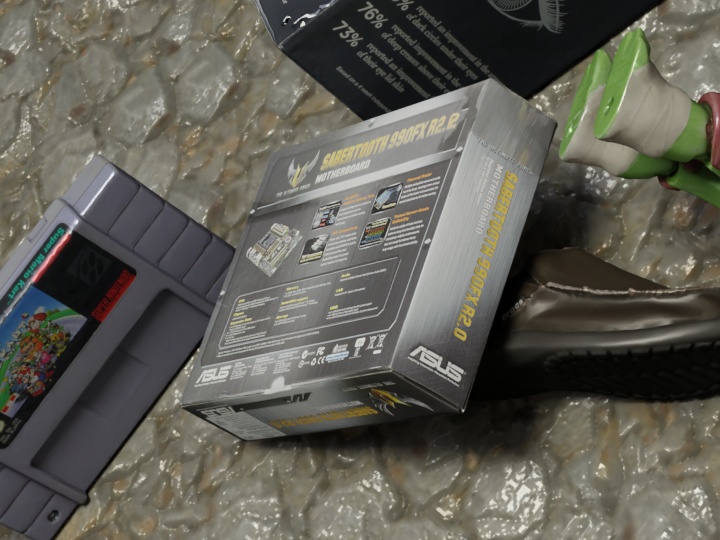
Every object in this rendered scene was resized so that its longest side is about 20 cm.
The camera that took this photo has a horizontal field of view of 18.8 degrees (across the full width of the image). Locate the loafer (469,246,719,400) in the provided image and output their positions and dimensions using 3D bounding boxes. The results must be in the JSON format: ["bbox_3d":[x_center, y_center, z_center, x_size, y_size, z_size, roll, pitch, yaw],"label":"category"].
[{"bbox_3d":[0.103,0.019,1.043,0.200,0.073,0.072,-3,67,34],"label":"loafer"}]

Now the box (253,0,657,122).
[{"bbox_3d":[0.057,-0.171,1.128,0.200,0.148,0.104,-35,51,14],"label":"box"}]

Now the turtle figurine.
[{"bbox_3d":[0.201,-0.069,0.959,0.144,0.194,0.200,-84,16,-63],"label":"turtle figurine"}]

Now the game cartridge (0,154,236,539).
[{"bbox_3d":[-0.159,0.046,1.180,0.200,0.130,0.038,-53,49,2],"label":"game cartridge"}]

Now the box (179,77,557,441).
[{"bbox_3d":[0.000,0.000,1.092,0.200,0.048,0.159,-14,50,54],"label":"box"}]
